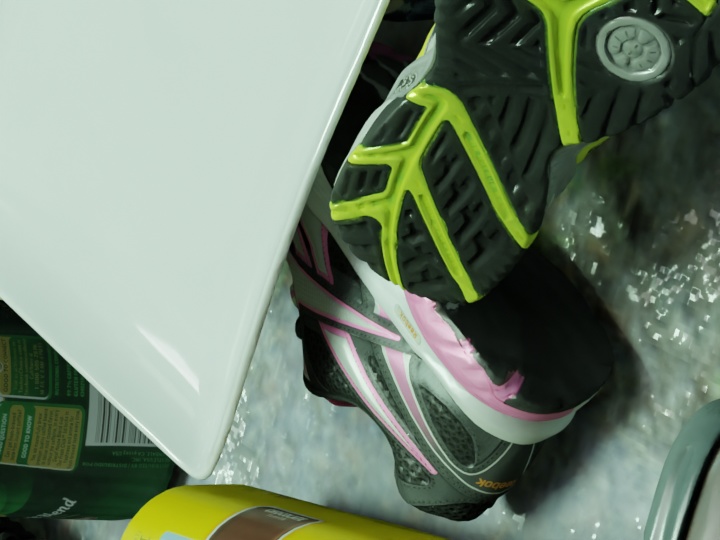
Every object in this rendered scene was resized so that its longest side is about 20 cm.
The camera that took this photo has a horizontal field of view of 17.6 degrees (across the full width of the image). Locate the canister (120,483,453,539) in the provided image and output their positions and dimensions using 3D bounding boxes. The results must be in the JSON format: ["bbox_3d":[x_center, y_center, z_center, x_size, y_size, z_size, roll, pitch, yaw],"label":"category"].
[{"bbox_3d":[-0.002,0.150,0.730,0.199,0.086,0.150,6,93,55],"label":"canister"}]

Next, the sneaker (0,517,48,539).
[{"bbox_3d":[-0.158,0.125,0.973,0.079,0.075,0.201,-38,62,30],"label":"sneaker"}]

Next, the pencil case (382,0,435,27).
[{"bbox_3d":[0.065,-0.125,0.698,0.199,0.089,0.078,-4,53,53],"label":"pencil case"}]

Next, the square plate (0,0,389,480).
[{"bbox_3d":[-0.075,-0.068,0.759,0.200,0.028,0.199,38,119,33],"label":"square plate"}]

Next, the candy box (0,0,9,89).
[{"bbox_3d":[-0.182,-0.100,0.866,0.135,0.061,0.202,7,111,12],"label":"candy box"}]

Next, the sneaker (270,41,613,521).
[{"bbox_3d":[0.000,0.000,0.764,0.087,0.080,0.201,-63,38,33],"label":"sneaker"}]

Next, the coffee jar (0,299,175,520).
[{"bbox_3d":[-0.174,0.050,0.885,0.104,0.199,0.086,-2,82,53],"label":"coffee jar"}]

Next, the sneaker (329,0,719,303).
[{"bbox_3d":[0.055,-0.073,0.633,0.200,0.075,0.077,-45,11,48],"label":"sneaker"}]

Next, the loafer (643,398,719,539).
[{"bbox_3d":[0.100,0.136,0.614,0.063,0.072,0.202,9,89,48],"label":"loafer"}]
